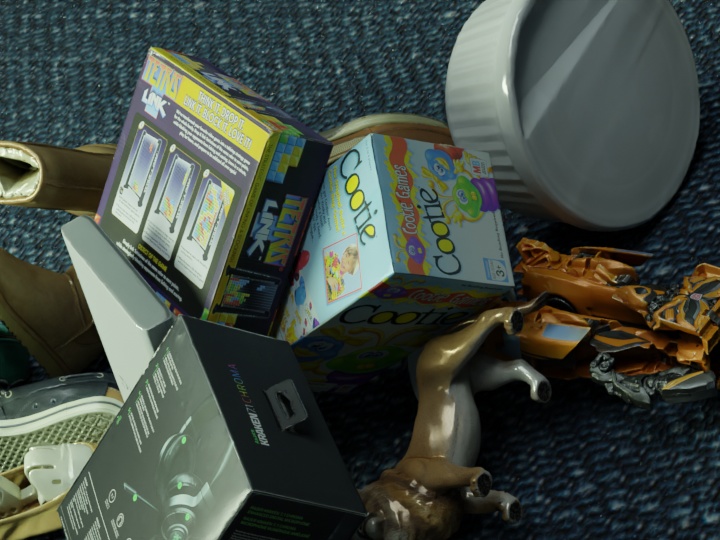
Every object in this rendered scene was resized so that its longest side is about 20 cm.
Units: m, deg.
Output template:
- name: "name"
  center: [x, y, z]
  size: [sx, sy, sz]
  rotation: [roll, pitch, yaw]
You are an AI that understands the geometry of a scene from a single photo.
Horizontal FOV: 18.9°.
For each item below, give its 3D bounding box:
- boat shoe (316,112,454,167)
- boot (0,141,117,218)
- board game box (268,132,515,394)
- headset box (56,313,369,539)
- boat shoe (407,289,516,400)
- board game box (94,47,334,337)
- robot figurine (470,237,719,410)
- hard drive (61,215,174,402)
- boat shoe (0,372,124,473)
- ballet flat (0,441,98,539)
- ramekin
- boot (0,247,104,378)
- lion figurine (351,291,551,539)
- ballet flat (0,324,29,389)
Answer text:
- name: "boat shoe"
  center: [-0.017, -0.070, 1.721]
  size: [0.199, 0.076, 0.074]
  rotation: [-9, 54, -5]
- name: "boot"
  center: [-0.256, -0.080, 1.808]
  size: [0.175, 0.200, 0.066]
  rotation: [2, 90, 37]
- name: "board game box"
  center: [0.000, 0.000, 1.491]
  size: [0.200, 0.103, 0.105]
  rotation: [-35, 56, 47]
- name: "headset box"
  center: [-0.099, 0.153, 1.412]
  size: [0.200, 0.093, 0.174]
  rotation: [-57, 37, 24]
- name: "boat shoe"
  center: [0.075, 0.010, 1.577]
  size: [0.068, 0.074, 0.200]
  rotation: [-13, 41, 18]
- name: "board game box"
  center: [-0.111, -0.049, 1.522]
  size: [0.200, 0.057, 0.166]
  rotation: [37, 111, 52]
- name: "robot figurine"
  center: [0.179, 0.032, 1.469]
  size: [0.199, 0.058, 0.145]
  rotation: [8, 37, 34]
- name: "hard drive"
  center: [-0.150, 0.070, 1.535]
  size: [0.027, 0.200, 0.132]
  rotation: [-30, 47, -16]
- name: "boat shoe"
  center: [-0.268, 0.124, 1.684]
  size: [0.199, 0.075, 0.062]
  rotation: [-14, 36, 11]
- name: "ballet flat"
  center: [-0.254, 0.169, 1.626]
  size: [0.199, 0.063, 0.069]
  rotation: [-24, 37, 8]
- name: "ramekin"
  center: [0.150, -0.128, 1.594]
  size: [0.094, 0.203, 0.203]
  rotation: [-2, 43, 50]
- name: "boot"
  center: [-0.204, -0.018, 1.725]
  size: [0.200, 0.175, 0.066]
  rotation: [-39, 48, -6]
- name: "lion figurine"
  center: [0.057, 0.105, 1.444]
  size: [0.122, 0.072, 0.201]
  rotation: [-1, 62, 46]
- name: "ballet flat"
  center: [-0.317, 0.065, 1.704]
  size: [0.070, 0.200, 0.068]
  rotation: [2, 80, 5]
